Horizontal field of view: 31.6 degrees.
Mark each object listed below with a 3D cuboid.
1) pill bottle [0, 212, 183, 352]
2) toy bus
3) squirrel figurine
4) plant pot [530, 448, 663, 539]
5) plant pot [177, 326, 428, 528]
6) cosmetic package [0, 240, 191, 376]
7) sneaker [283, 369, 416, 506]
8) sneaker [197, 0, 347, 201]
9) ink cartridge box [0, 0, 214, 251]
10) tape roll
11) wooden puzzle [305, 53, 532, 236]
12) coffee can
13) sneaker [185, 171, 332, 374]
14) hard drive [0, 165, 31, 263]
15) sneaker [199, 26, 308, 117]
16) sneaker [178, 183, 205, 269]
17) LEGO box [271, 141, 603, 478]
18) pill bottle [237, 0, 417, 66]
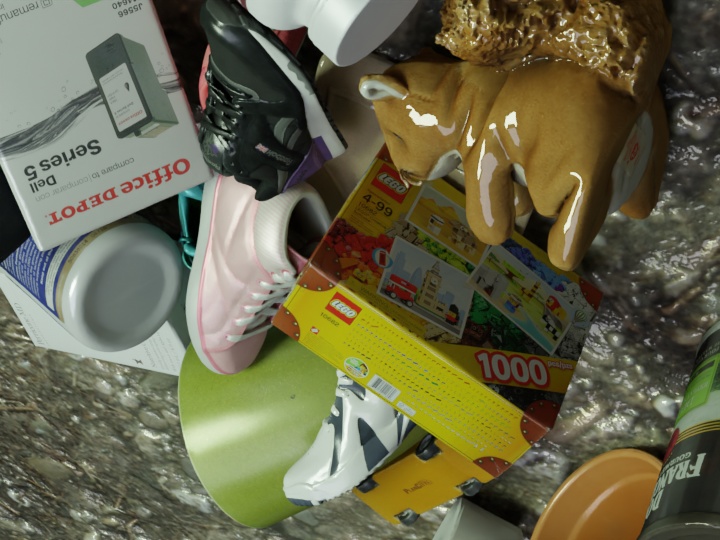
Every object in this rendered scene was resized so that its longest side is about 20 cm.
[{"bbox_3d":[-0.253,-0.022,1.107,0.199,0.115,0.116,33,150,39],"label":"pill bottle"},{"bbox_3d":[0.071,0.169,1.174,0.065,0.079,0.200,38,141,-11],"label":"toy bus"},{"bbox_3d":[0.097,-0.121,0.824,0.185,0.141,0.202,23,126,28],"label":"squirrel figurine"},{"bbox_3d":[0.253,0.273,1.095,0.139,0.202,0.200,27,145,-25],"label":"plant pot"},{"bbox_3d":[-0.026,0.110,1.117,0.198,0.188,0.188,-20,122,26],"label":"plant pot"},{"bbox_3d":[-0.238,0.026,1.218,0.198,0.082,0.113,6,138,27],"label":"cosmetic package"},{"bbox_3d":[-0.007,0.083,0.993,0.199,0.080,0.130,-38,93,15],"label":"sneaker"},{"bbox_3d":[-0.073,-0.103,0.853,0.076,0.087,0.200,48,177,27],"label":"sneaker"},{"bbox_3d":[-0.210,-0.138,0.930,0.084,0.144,0.202,42,154,62],"label":"ink cartridge box"},{"bbox_3d":[0.085,0.326,1.240,0.070,0.203,0.203,27,142,4],"label":"tape roll"},{"bbox_3d":[0.041,-0.065,0.979,0.184,0.037,0.201,25,137,8],"label":"wooden puzzle"},{"bbox_3d":[0.290,0.149,0.910,0.145,0.201,0.147,18,140,16],"label":"coffee can"},{"bbox_3d":[-0.076,0.008,1.001,0.104,0.075,0.202,25,121,32],"label":"sneaker"},{"bbox_3d":[-0.275,-0.103,1.003,0.042,0.201,0.136,-2,133,32],"label":"hard drive"},{"bbox_3d":[-0.076,-0.158,0.907,0.073,0.087,0.201,23,141,8],"label":"sneaker"},{"bbox_3d":[-0.128,-0.028,1.089,0.077,0.080,0.201,15,140,17],"label":"sneaker"},{"bbox_3d":[0.059,0.026,0.914,0.199,0.149,0.077,34,136,-3],"label":"LEGO box"},{"bbox_3d":[-0.055,-0.221,0.766,0.200,0.113,0.113,45,143,9],"label":"pill bottle"}]
